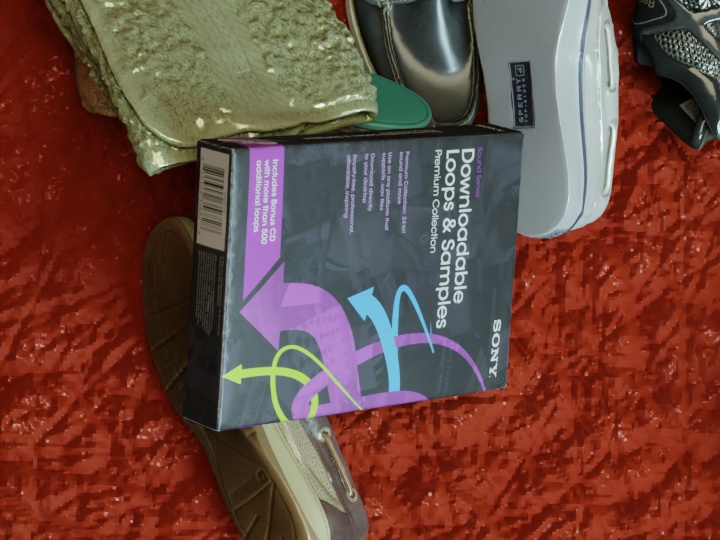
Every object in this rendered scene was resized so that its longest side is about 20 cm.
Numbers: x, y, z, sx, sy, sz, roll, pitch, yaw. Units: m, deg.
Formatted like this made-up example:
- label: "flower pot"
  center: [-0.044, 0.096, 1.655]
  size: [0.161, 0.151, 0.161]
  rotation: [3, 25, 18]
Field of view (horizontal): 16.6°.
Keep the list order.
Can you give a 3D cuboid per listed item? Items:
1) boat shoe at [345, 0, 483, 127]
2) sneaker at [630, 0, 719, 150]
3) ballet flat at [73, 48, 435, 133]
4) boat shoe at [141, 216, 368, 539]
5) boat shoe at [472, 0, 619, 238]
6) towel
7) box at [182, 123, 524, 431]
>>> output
- label: "boat shoe"
  center: [0.029, -0.170, 1.350]
  size: [0.071, 0.068, 0.202]
  rotation: [-8, 88, -11]
- label: "sneaker"
  center: [0.235, -0.114, 1.377]
  size: [0.198, 0.076, 0.115]
  rotation: [16, 103, -23]
- label: "ballet flat"
  center: [-0.060, -0.087, 1.331]
  size: [0.198, 0.071, 0.066]
  rotation: [18, 122, -1]
- label: "boat shoe"
  center: [-0.052, 0.061, 1.316]
  size: [0.072, 0.072, 0.201]
  rotation: [-18, 78, -41]
- label: "boat shoe"
  center: [0.110, -0.120, 1.343]
  size: [0.065, 0.072, 0.202]
  rotation: [-11, 98, -49]
- label: "towel"
  center: [-0.088, -0.141, 1.293]
  size: [0.147, 0.037, 0.201]
  rotation: [-16, 60, -28]
- label: "box"
  center: [0.000, 0.000, 1.273]
  size: [0.199, 0.036, 0.144]
  rotation: [-7, 105, -41]
